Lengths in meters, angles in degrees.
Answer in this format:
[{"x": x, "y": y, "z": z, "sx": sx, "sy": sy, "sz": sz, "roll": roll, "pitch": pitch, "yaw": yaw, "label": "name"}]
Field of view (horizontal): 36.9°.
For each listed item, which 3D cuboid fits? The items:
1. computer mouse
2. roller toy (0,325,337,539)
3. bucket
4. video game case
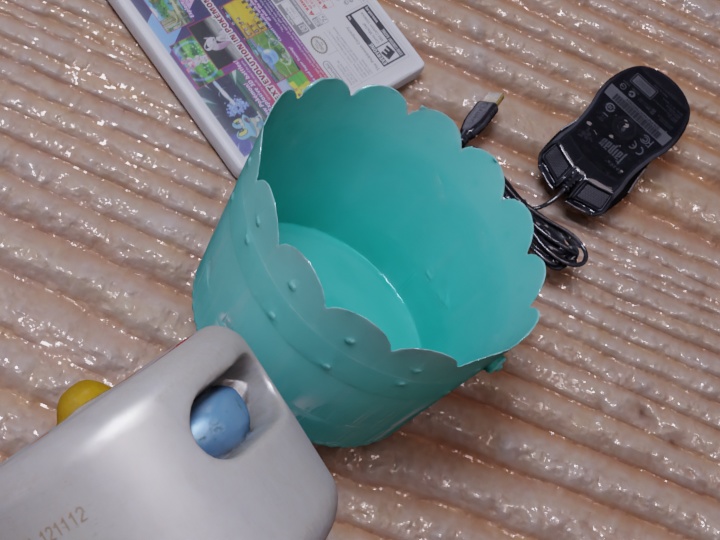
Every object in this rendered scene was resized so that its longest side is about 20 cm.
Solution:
[{"x": 0.158, "y": -0.100, "z": 0.843, "sx": 0.140, "sy": 0.046, "sz": 0.200, "roll": 39, "pitch": 68, "yaw": 7, "label": "computer mouse"}, {"x": -0.118, "y": 0.122, "z": 0.583, "sx": 0.182, "sy": 0.200, "sz": 0.141, "roll": -34, "pitch": 93, "yaw": -22, "label": "roller toy"}, {"x": 0.000, "y": 0.000, "z": 0.673, "sx": 0.205, "sy": 0.135, "sz": 0.209, "roll": 19, "pitch": 47, "yaw": -22, "label": "bucket"}, {"x": -0.077, "y": -0.191, "z": 0.822, "sx": 0.181, "sy": 0.023, "sz": 0.201, "roll": -32, "pitch": 81, "yaw": -25, "label": "video game case"}]
